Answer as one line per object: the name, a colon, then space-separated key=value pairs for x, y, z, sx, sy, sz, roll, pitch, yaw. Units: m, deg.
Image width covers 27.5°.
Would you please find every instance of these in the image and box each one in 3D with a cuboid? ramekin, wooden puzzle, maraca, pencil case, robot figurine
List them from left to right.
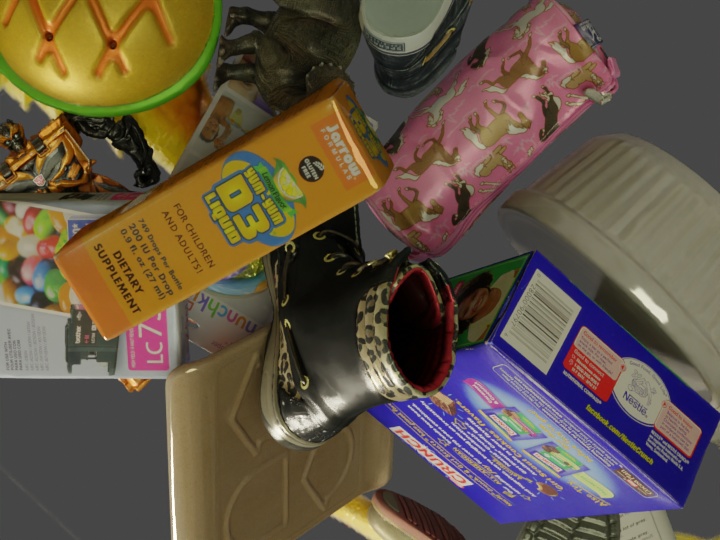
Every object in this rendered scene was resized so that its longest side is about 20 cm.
maraca: x=-0.188 y=-0.169 z=0.955 sx=0.199 sy=0.107 sz=0.138 roll=7 pitch=78 yaw=3
robot figurine: x=-0.183 y=-0.022 z=1.018 sx=0.145 sy=0.058 sz=0.200 roll=-39 pitch=107 yaw=-1
wooden puzzle: x=-0.058 y=0.108 z=1.028 sx=0.199 sy=0.046 sz=0.186 roll=-24 pitch=126 yaw=-40
pencil case: x=0.086 y=-0.097 z=1.020 sx=0.200 sy=0.087 sz=0.083 roll=-44 pitch=121 yaw=7
ramekin: x=0.197 y=-0.006 z=1.007 sx=0.094 sy=0.202 sz=0.202 roll=-46 pitch=106 yaw=-5

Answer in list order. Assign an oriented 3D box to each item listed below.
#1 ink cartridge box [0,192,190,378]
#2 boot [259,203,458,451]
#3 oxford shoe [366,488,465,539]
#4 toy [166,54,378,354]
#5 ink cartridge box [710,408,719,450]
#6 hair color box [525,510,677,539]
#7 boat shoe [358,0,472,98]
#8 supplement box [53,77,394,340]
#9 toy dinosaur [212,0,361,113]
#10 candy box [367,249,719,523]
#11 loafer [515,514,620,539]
ink cartridge box: x=-0.213 y=0.010 z=0.964 sx=0.199 sy=0.042 sz=0.120 roll=1 pitch=103 yaw=6
boot: x=0.001 y=0.001 z=0.915 sx=0.073 sy=0.154 sz=0.205 roll=13 pitch=69 yaw=-29
oxford shoe: x=0.068 y=0.246 z=1.119 sx=0.074 sy=0.071 sz=0.200 roll=-43 pitch=106 yaw=8
toy: x=-0.072 y=-0.045 z=1.000 sx=0.115 sy=0.047 sz=0.201 roll=31 pitch=79 yaw=-20
ink cartridge box: x=0.356 y=0.118 z=1.121 sx=0.199 sy=0.067 sz=0.118 roll=22 pitch=102 yaw=-12
hair color box: x=0.165 y=0.158 z=1.112 sx=0.099 sy=0.061 sz=0.201 roll=-24 pitch=107 yaw=-1
boat shoe: x=0.058 y=-0.216 z=0.996 sx=0.071 sy=0.091 sz=0.201 roll=26 pitch=73 yaw=12
supplement box: x=-0.081 y=-0.037 z=0.887 sx=0.199 sy=0.069 sz=0.067 roll=-29 pitch=100 yaw=11
toy dinosaur: x=-0.040 y=-0.156 z=0.978 sx=0.102 sy=0.077 sz=0.201 roll=12 pitch=60 yaw=-5
candy box: x=0.100 y=0.082 z=0.948 sx=0.169 sy=0.200 sz=0.077 roll=40 pitch=62 yaw=-16
loafer: x=0.128 y=0.244 z=1.070 sx=0.075 sy=0.070 sz=0.201 roll=23 pitch=88 yaw=0
